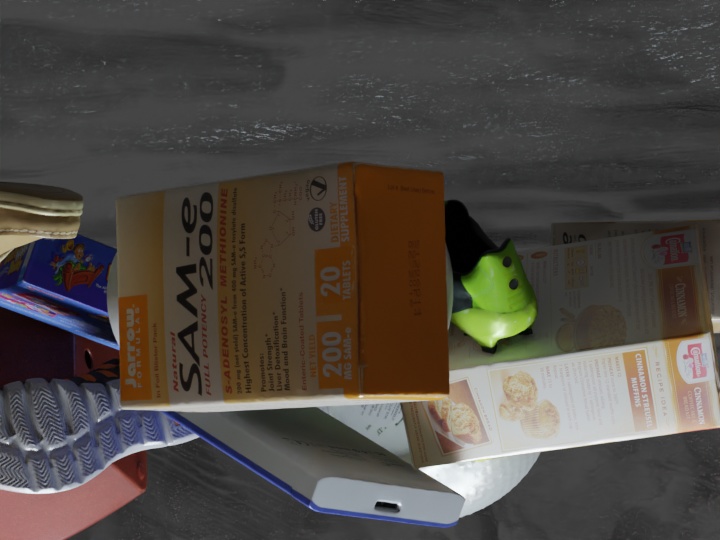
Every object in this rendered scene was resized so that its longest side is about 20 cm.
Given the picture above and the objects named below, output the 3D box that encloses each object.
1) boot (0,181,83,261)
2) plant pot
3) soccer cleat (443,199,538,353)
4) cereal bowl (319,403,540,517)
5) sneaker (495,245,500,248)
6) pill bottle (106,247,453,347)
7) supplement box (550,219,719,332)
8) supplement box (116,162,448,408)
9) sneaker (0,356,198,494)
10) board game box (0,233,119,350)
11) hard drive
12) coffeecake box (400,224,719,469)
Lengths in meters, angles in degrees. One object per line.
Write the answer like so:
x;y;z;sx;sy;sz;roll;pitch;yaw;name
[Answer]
-0.241;0.028;1.442;0.199;0.156;0.073;-4;174;31;boot
-0.264;0.097;1.867;0.175;0.201;0.200;-12;152;15;plant pot
0.041;-0.013;1.603;0.067;0.081;0.200;-28;-149;-29;soccer cleat
0.035;0.091;1.813;0.199;0.201;0.083;-3;-170;25;cereal bowl
0.054;0.003;1.890;0.199;0.072;0.083;-4;-161;36;sneaker
-0.052;0.013;1.546;0.199;0.117;0.116;-4;174;36;pill bottle
0.233;0.005;1.757;0.199;0.074;0.126;-1;174;5;supplement box
-0.047;0.013;1.400;0.073;0.127;0.199;3;173;-45;supplement box
-0.193;0.105;1.713;0.199;0.078;0.112;-9;-179;-21;sneaker
-0.154;0.027;1.744;0.199;0.045;0.134;22;168;-20;board game box
-0.045;0.109;1.601;0.132;0.025;0.200;13;-169;-44;hard drive
0.129;0.047;1.622;0.199;0.073;0.154;-8;-154;9;coffeecake box
